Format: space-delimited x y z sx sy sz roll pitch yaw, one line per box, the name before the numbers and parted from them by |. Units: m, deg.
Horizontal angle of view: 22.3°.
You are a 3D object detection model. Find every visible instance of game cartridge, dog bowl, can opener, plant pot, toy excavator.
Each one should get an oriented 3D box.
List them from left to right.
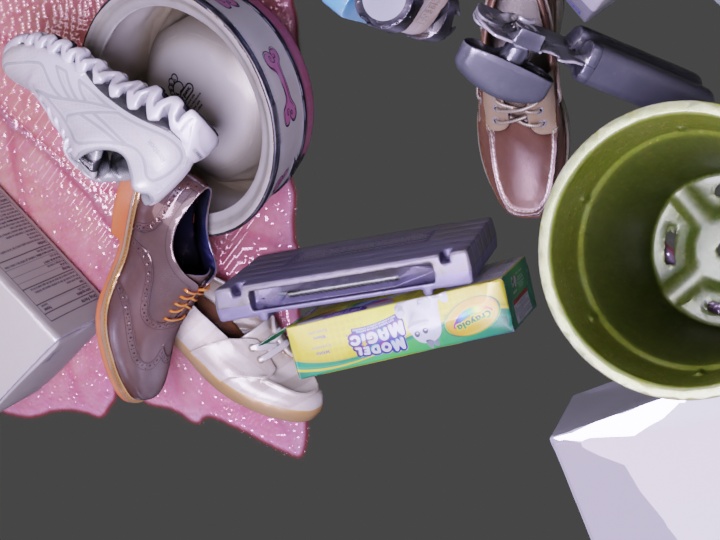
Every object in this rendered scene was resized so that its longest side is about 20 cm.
dog bowl | -0.121 -0.132 1.415 0.200 0.074 0.201 18 122 32
toy excavator | -0.018 -0.247 1.403 0.200 0.100 0.195 42 108 18
game cartridge | 0.000 0.000 1.409 0.199 0.130 0.039 -9 97 15
can opener | 0.162 -0.141 1.342 0.199 0.053 0.067 19 115 -23
plant pot | 0.248 -0.016 1.306 0.199 0.190 0.201 1 92 21

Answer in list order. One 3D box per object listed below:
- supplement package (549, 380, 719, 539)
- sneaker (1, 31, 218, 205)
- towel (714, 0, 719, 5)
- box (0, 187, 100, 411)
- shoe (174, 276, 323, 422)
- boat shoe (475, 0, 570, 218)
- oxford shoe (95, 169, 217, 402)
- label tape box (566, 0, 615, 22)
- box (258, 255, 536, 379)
supplement package | 0.271 0.167 1.361 0.191 0.147 0.201 -21 94 16
sneaker | -0.203 -0.116 1.370 0.200 0.075 0.081 28 80 28
towel | 0.344 -0.225 1.291 0.171 0.048 0.200 47 135 6
box | -0.321 0.008 1.492 0.109 0.128 0.200 -44 87 17
shoe | -0.110 0.049 1.472 0.200 0.070 0.053 36 127 8
boat shoe | 0.118 -0.137 1.387 0.075 0.072 0.201 -3 99 14
oxford shoe | -0.154 0.016 1.405 0.073 0.071 0.201 19 115 28
label tape box | 0.141 -0.252 1.290 0.063 0.200 0.144 -40 88 -3
box | 0.029 0.039 1.416 0.199 0.117 0.049 -11 96 16
